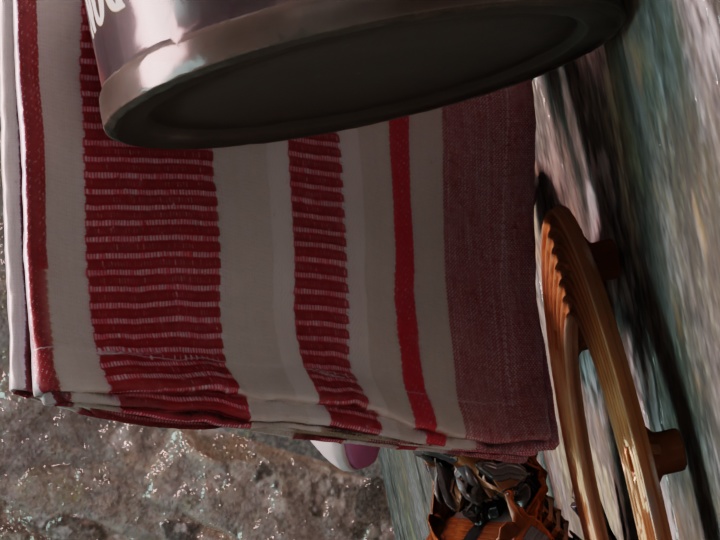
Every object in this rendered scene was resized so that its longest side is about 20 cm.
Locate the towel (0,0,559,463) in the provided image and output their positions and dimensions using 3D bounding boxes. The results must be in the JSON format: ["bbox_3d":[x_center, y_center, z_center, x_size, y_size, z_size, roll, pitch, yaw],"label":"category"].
[{"bbox_3d":[-0.020,-0.021,0.892,0.023,0.199,0.145,-20,68,47],"label":"towel"}]

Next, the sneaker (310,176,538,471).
[{"bbox_3d":[0.000,0.000,1.059,0.200,0.088,0.081,-36,-36,-63],"label":"sneaker"}]

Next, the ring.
[{"bbox_3d":[0.087,0.077,0.943,0.200,0.019,0.202,167,90,-87],"label":"ring"}]

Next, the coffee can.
[{"bbox_3d":[-0.019,-0.148,0.821,0.146,0.145,0.201,98,160,-82],"label":"coffee can"}]

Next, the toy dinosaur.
[{"bbox_3d":[0.057,0.146,1.044,0.201,0.135,0.102,58,143,0],"label":"toy dinosaur"}]
